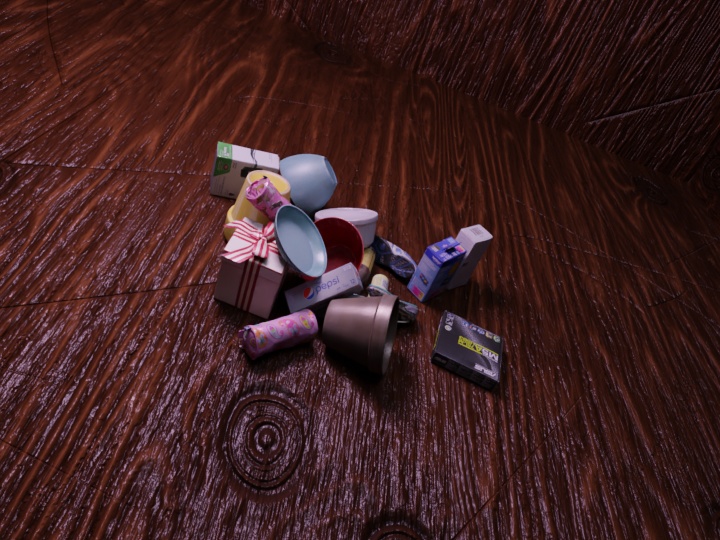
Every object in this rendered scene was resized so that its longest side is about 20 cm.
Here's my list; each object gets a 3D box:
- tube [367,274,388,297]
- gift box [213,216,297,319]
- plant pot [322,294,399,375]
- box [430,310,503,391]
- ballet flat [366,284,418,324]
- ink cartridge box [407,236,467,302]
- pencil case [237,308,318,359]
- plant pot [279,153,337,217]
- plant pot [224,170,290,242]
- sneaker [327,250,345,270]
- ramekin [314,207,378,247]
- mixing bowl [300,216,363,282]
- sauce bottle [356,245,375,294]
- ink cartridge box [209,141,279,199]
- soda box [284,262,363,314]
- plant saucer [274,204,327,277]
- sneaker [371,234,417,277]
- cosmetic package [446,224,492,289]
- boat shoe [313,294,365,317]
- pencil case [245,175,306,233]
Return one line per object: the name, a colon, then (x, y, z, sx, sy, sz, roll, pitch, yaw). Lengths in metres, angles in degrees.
tube: (0.042, 0.096, 1.769, 0.056, 0.053, 0.203, -10, 38, 20)
gift box: (-0.283, -0.016, 1.596, 0.195, 0.189, 0.187, 19, 36, -8)
plant pot: (-0.001, 0.148, 1.579, 0.169, 0.205, 0.201, 12, 34, 11)
box: (0.307, 0.224, 1.759, 0.196, 0.048, 0.194, 26, 34, 2)
ballet flat: (0.089, 0.104, 1.728, 0.198, 0.072, 0.073, 28, 28, -37)
ink cartridge box: (0.239, -0.015, 1.882, 0.076, 0.203, 0.135, 41, 40, 24)
pencil case: (-0.200, 0.154, 1.522, 0.196, 0.089, 0.088, -14, 50, -39)
plant pot: (-0.151, -0.287, 1.962, 0.203, 0.132, 0.201, 61, 12, -23)
plant pot: (-0.281, -0.171, 1.773, 0.195, 0.192, 0.203, 15, 32, -9)
sneaker: (-0.121, -0.044, 1.840, 0.198, 0.077, 0.076, 34, 6, 17)
ramekin: (-0.042, -0.128, 1.897, 0.196, 0.097, 0.203, -1, 17, 0)
mixing bowl: (-0.073, -0.034, 1.724, 0.199, 0.201, 0.108, 39, -3, 20)
sauce bottle: (0.000, 0.000, 1.841, 0.063, 0.066, 0.202, 23, 35, -1)
ink cartridge box: (-0.363, -0.301, 1.934, 0.195, 0.149, 0.084, 8, 40, -19)
soda box: (-0.095, 0.053, 1.614, 0.068, 0.196, 0.065, 45, 23, -72)
plant saucer: (-0.161, -0.070, 1.586, 0.199, 0.035, 0.204, 41, 35, -36)
sneaker: (0.099, -0.042, 1.961, 0.199, 0.077, 0.077, 41, 17, 20)
cosmetic package: (0.329, -0.041, 1.965, 0.100, 0.203, 0.074, -15, 50, -40)
boat shoe: (-0.071, 0.093, 1.692, 0.194, 0.078, 0.060, 9, 0, -5)
pencil case: (-0.217, -0.162, 1.654, 0.200, 0.081, 0.088, 45, 59, -36)
